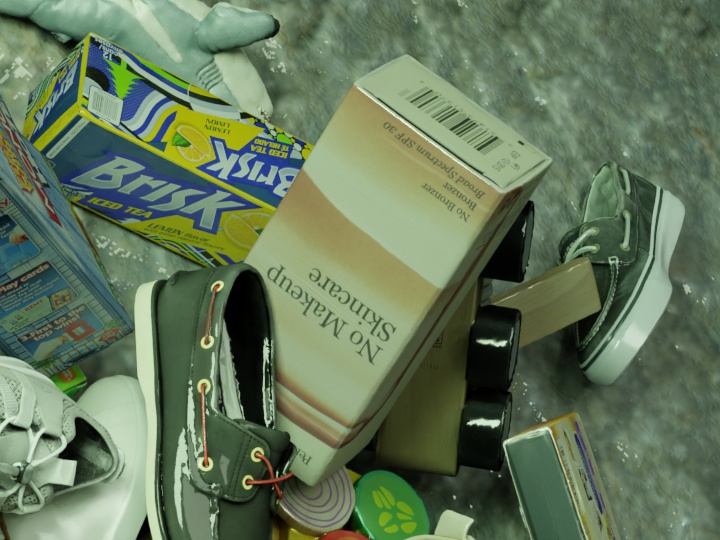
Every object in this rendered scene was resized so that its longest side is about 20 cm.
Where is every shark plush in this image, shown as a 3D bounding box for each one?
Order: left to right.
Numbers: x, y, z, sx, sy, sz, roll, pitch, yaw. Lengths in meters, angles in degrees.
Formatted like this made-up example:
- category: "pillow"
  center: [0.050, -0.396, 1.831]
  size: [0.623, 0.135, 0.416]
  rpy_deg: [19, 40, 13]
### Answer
- category: "shark plush"
  center: [-0.132, -0.128, 1.588]
  size: [0.200, 0.091, 0.083]
  rpy_deg: [23, 77, -35]

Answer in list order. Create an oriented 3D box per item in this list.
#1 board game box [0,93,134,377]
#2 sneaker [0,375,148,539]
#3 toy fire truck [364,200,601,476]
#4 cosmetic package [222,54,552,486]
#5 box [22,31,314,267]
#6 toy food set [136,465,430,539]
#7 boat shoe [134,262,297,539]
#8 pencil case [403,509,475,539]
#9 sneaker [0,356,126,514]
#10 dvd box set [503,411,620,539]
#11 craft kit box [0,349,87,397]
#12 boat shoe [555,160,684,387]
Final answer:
- category: "board game box"
  center: [-0.197, -0.058, 1.326]
  size: [0.200, 0.062, 0.200]
  rpy_deg: [62, 1, 12]
- category: "sneaker"
  center: [-0.157, 0.119, 1.368]
  size: [0.085, 0.073, 0.200]
  rpy_deg: [35, 44, -22]
- category: "toy fire truck"
  center: [0.071, 0.007, 1.598]
  size: [0.129, 0.176, 0.200]
  rpy_deg: [8, 21, 8]
- category: "cosmetic package"
  center: [0.000, 0.000, 1.450]
  size: [0.103, 0.200, 0.087]
  rpy_deg: [35, 24, 10]
- category: "box"
  center: [-0.090, -0.053, 1.562]
  size: [0.200, 0.070, 0.064]
  rpy_deg: [27, 44, -26]
- category: "toy food set"
  center: [-0.046, 0.158, 1.460]
  size: [0.200, 0.049, 0.198]
  rpy_deg: [26, 46, -26]
- category: "boat shoe"
  center: [-0.068, 0.093, 1.382]
  size: [0.074, 0.063, 0.201]
  rpy_deg: [30, 49, -60]
- category: "pencil case"
  center: [0.075, 0.223, 1.456]
  size: [0.089, 0.078, 0.200]
  rpy_deg: [-45, 123, -16]
- category: "sneaker"
  center: [-0.169, 0.075, 1.271]
  size: [0.082, 0.075, 0.200]
  rpy_deg: [23, 10, 17]
- category: "dvd box set"
  center: [0.123, 0.154, 1.532]
  size: [0.200, 0.029, 0.146]
  rpy_deg: [-1, 72, -81]
- category: "craft kit box"
  center: [-0.262, 0.014, 1.375]
  size: [0.197, 0.049, 0.200]
  rpy_deg: [-27, 81, -47]
- category: "boat shoe"
  center: [0.155, 0.001, 1.762]
  size: [0.071, 0.072, 0.200]
  rpy_deg: [33, 32, -9]
